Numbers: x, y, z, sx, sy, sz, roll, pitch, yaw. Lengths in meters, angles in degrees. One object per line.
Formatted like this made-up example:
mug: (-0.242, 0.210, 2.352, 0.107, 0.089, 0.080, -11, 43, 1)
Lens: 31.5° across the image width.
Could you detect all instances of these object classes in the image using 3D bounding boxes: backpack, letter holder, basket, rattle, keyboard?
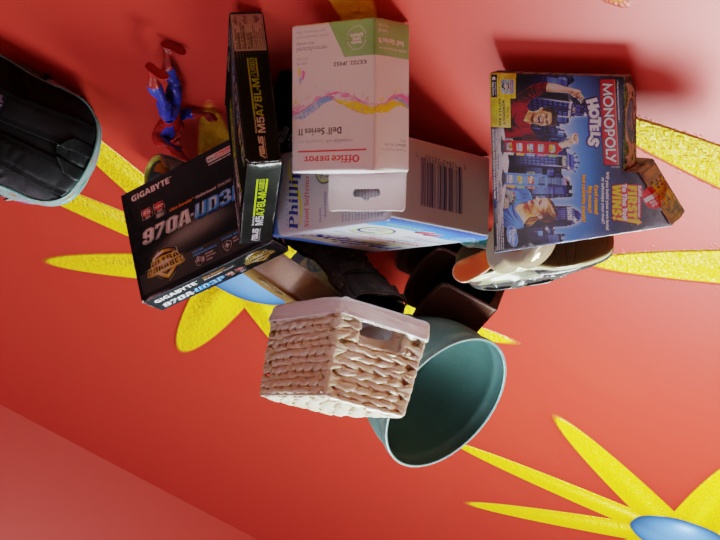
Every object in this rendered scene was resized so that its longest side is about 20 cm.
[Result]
backpack: (-0.453, -0.179, 1.736, 0.199, 0.177, 0.153, 22, 171, 0)
letter holder: (0.110, 0.019, 1.743, 0.141, 0.101, 0.200, 26, 154, -2)
basket: (-0.026, 0.112, 1.583, 0.135, 0.124, 0.200, 17, 168, -27)
rattle: (0.216, -0.046, 1.536, 0.142, 0.131, 0.200, -10, 150, -32)
keyboard: (-0.076, -0.173, 1.603, 0.104, 0.040, 0.200, 37, 147, 2)

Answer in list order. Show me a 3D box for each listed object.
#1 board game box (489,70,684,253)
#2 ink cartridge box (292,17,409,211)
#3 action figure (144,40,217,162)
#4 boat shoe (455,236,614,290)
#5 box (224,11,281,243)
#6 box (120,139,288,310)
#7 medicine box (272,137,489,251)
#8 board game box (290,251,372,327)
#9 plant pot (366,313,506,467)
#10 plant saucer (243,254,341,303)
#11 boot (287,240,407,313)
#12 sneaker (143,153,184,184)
board game box: (0.240, -0.112, 1.350, 0.198, 0.062, 0.202, 7, 111, 27)
ink cartridge box: (-0.012, -0.164, 1.376, 0.116, 0.202, 0.067, 1, -177, 37)
action figure: (-0.223, -0.198, 1.632, 0.099, 0.065, 0.200, 30, 155, 6)
boat shoe: (0.221, -0.017, 1.594, 0.199, 0.072, 0.066, -11, 151, 17)
box: (-0.127, -0.163, 1.480, 0.047, 0.202, 0.193, -3, 156, -12)
box: (-0.199, -0.061, 1.610, 0.199, 0.160, 0.046, -24, 156, 19)
medicine box: (0.024, -0.088, 1.524, 0.199, 0.104, 0.181, -7, 170, 44)
board game box: (0.005, 0.063, 1.848, 0.200, 0.043, 0.199, 47, 175, -30)
plant pot: (0.076, 0.141, 1.701, 0.134, 0.200, 0.201, 41, 170, 41)
plant saucer: (-0.109, 0.008, 1.683, 0.199, 0.036, 0.200, 33, 172, 5)
boot: (0.000, 0.000, 1.665, 0.174, 0.070, 0.199, 44, -155, 29)
sneaker: (-0.213, -0.099, 1.709, 0.199, 0.080, 0.130, 22, -171, 36)
